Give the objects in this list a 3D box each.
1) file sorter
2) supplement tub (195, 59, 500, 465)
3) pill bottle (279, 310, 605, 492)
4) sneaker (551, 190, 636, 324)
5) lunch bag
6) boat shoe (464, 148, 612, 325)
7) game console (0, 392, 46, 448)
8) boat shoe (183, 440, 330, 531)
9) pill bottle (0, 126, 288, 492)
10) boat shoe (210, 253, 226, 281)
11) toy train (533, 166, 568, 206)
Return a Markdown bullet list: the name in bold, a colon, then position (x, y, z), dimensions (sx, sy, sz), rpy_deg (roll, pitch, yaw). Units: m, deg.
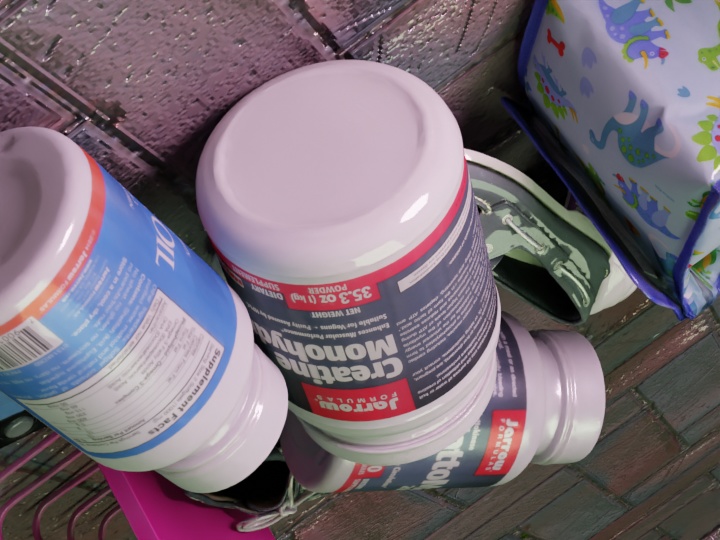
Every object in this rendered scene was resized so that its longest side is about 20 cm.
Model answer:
- **file sorter**: position (-0.155, 0.190, 1.201), dimensions (0.125, 0.140, 0.200), rpy_deg (-36, 158, 10)
- **supplement tub**: position (0.000, 0.000, 0.960), dimensions (0.140, 0.141, 0.201), rpy_deg (-30, 140, -10)
- **pill bottle**: position (0.055, 0.083, 1.170), dimensions (0.198, 0.120, 0.120), rpy_deg (1, 144, -24)
- **sneaker**: position (0.183, -0.059, 1.210), dimensions (0.099, 0.075, 0.201), rpy_deg (-8, 130, -44)
- **lunch bag**: position (0.175, -0.079, 1.062), dimensions (0.127, 0.171, 0.200), rpy_deg (-28, 160, -17)
- **boat shoe**: position (0.081, -0.023, 1.097), dimensions (0.199, 0.062, 0.073), rpy_deg (25, 160, -37)
- **game console**: position (-0.181, 0.089, 0.983), dimensions (0.175, 0.117, 0.200), rpy_deg (-25, 157, -21)
- **boat shoe**: position (-0.067, 0.137, 1.205), dimensions (0.075, 0.062, 0.200), rpy_deg (-39, 150, 10)
- **pill bottle**: position (-0.121, 0.029, 0.863), dimensions (0.112, 0.113, 0.200), rpy_deg (-36, 136, 7)
- **boat shoe**: position (-0.004, -0.005, 1.101), dimensions (0.199, 0.068, 0.074), rpy_deg (-5, 145, -51)
- **toy train**: position (0.076, -0.023, 1.224), dimensions (0.199, 0.034, 0.046), rpy_deg (-24, 160, -22)
